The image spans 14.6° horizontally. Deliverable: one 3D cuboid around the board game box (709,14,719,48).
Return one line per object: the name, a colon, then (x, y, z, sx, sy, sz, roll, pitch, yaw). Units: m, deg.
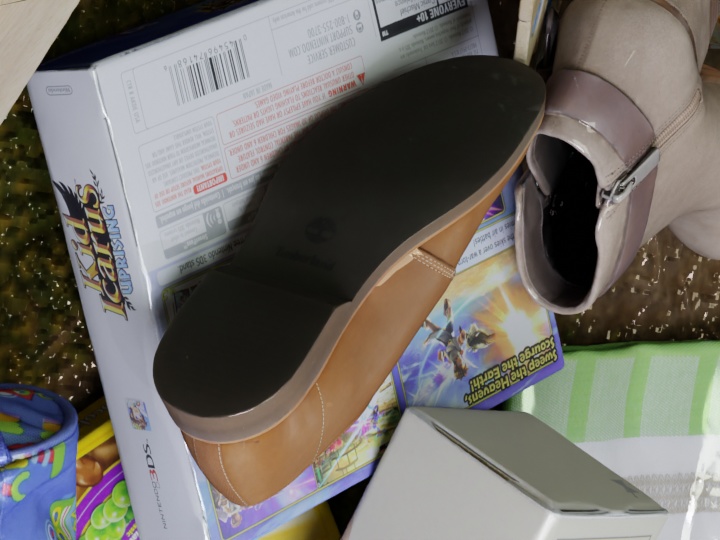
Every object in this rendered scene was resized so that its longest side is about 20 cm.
board game box: (0.170, -0.175, 1.120, 0.046, 0.151, 0.201, -42, 123, -26)

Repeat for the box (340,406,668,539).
box: (0.025, 0.156, 1.061, 0.095, 0.078, 0.201, 9, 111, -56)

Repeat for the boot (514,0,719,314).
boot: (0.109, -0.037, 1.113, 0.146, 0.070, 0.201, -56, 146, -35)

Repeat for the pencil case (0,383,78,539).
pencil case: (-0.121, 0.140, 0.946, 0.078, 0.087, 0.201, -11, 103, -17)

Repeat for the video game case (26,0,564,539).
video game case: (-0.019, -0.015, 1.038, 0.200, 0.045, 0.182, -25, 108, -41)

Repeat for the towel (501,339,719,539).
towel: (0.113, 0.130, 1.211, 0.149, 0.031, 0.201, -2, 100, -41)

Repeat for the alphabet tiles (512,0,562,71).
alphabet tiles: (0.080, -0.158, 1.046, 0.200, 0.006, 0.167, 92, 14, -61)

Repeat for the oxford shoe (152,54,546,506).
oxford shoe: (0.000, 0.000, 0.991, 0.200, 0.071, 0.071, -48, 144, -28)

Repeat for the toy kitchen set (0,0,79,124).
toy kitchen set: (-0.076, -0.165, 0.922, 0.199, 0.180, 0.164, -16, 69, -36)

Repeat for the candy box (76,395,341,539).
candy box: (-0.099, 0.109, 1.029, 0.200, 0.026, 0.103, -35, 119, -30)
